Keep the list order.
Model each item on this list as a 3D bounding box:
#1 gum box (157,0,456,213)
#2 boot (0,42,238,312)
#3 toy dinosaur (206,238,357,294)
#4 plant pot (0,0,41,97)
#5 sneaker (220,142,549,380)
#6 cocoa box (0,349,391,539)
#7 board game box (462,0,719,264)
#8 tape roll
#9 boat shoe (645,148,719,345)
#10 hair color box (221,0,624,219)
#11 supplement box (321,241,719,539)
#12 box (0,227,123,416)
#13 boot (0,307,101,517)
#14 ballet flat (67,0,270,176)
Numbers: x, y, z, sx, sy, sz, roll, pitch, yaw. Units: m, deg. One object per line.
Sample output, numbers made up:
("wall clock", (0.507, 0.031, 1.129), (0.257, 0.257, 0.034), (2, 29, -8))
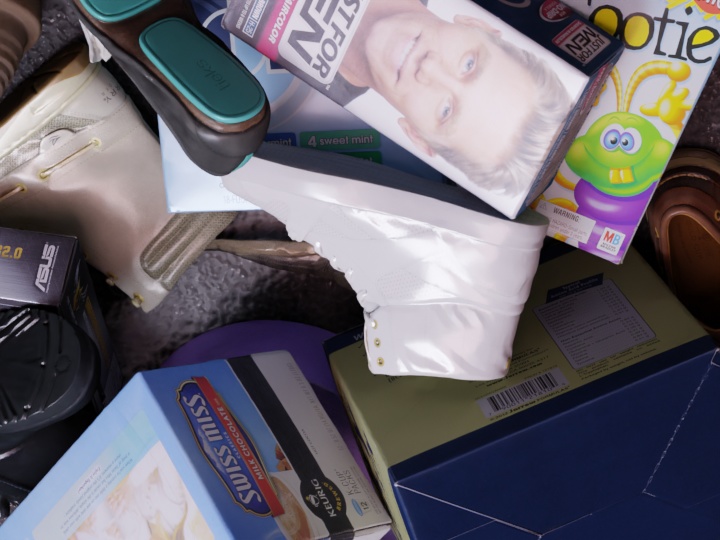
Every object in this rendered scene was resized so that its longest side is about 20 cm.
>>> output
("gum box", (-0.036, -0.137, 1.541), (0.169, 0.045, 0.201), (-1, 104, 12))
("boot", (-0.188, -0.027, 1.643), (0.200, 0.072, 0.155), (-39, 108, 24))
("toy dinosaur", (-0.002, -0.020, 1.628), (0.199, 0.048, 0.089), (13, 127, 7))
("plant pot", (-0.282, -0.114, 1.529), (0.200, 0.201, 0.093), (-7, 78, 14))
("sneaker", (0.000, 0.000, 1.496), (0.199, 0.074, 0.116), (18, 107, 21))
("cocoa box", (-0.108, 0.161, 1.561), (0.200, 0.131, 0.134), (-47, 64, 34))
("board game box", (0.143, -0.125, 1.505), (0.102, 0.105, 0.201), (22, 120, -1))
("tape roll", (-0.055, 0.134, 1.710), (0.199, 0.066, 0.201), (4, 120, 7))
("boat shoe", (0.218, 0.027, 1.597), (0.072, 0.068, 0.201), (-16, 115, 18))
("hair color box", (0.032, -0.128, 1.450), (0.199, 0.061, 0.100), (33, 122, 10))
("supplement box", (0.106, 0.098, 1.550), (0.199, 0.200, 0.135), (-22, 115, -4))
("box", (-0.239, 0.035, 1.641), (0.157, 0.049, 0.200), (8, 153, 9))
("boot", (-0.188, 0.094, 1.603), (0.197, 0.074, 0.162), (-13, 148, 37))
("ballet flat", (-0.121, -0.129, 1.492), (0.200, 0.068, 0.069), (55, 152, 25))
